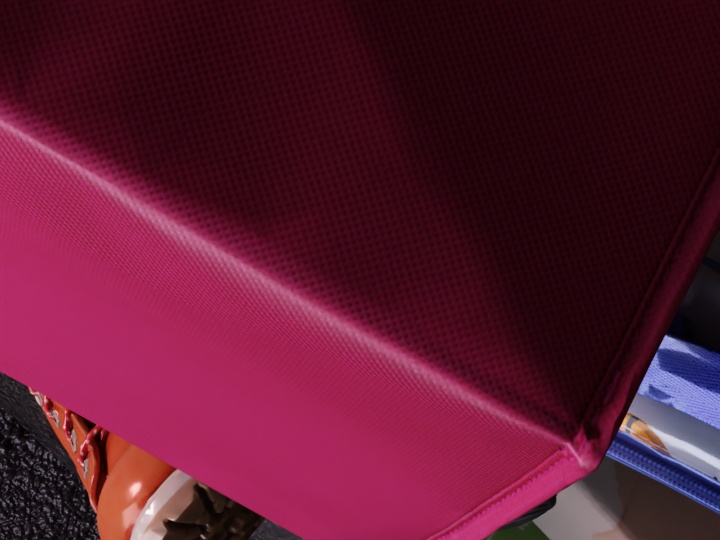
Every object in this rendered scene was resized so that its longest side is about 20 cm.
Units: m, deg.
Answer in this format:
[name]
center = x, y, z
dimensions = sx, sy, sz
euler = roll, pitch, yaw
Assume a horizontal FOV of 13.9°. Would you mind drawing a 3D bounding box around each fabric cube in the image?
[fabric cube]
center = -0.019, -0.078, 0.589
dimensions = 0.199, 0.200, 0.196
euler = 29, 163, -2

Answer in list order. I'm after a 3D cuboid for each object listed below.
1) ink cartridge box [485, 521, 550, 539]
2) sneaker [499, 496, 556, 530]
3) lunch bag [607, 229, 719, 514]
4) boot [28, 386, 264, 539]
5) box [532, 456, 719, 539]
[ink cartridge box]
center = 0.068, 0.089, 1.206
dimensions = 0.059, 0.104, 0.200
euler = 44, 167, -8
[sneaker]
center = 0.000, 0.000, 0.957
dimensions = 0.200, 0.074, 0.085
euler = 51, 148, 32
[lunch bag]
center = 0.135, 0.035, 0.717
dimensions = 0.200, 0.076, 0.160
euler = 27, -161, 26
[boot]
center = -0.076, 0.056, 1.007
dimensions = 0.107, 0.075, 0.200
euler = 43, 180, 1
[box]
center = 0.134, 0.091, 1.037
dimensions = 0.200, 0.095, 0.078
euler = 46, 166, -21
